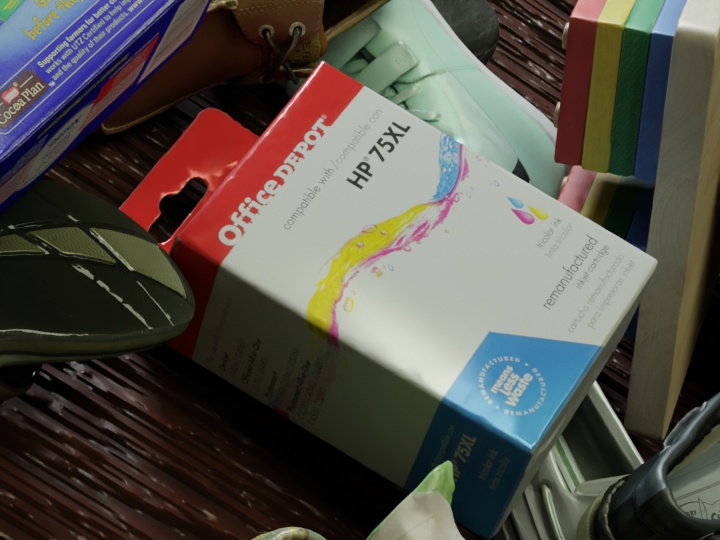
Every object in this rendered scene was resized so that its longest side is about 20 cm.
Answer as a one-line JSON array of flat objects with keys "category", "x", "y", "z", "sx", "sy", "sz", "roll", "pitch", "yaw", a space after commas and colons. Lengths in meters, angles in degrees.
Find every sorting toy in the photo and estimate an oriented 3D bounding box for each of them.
[{"category": "sorting toy", "x": 0.130, "y": -0.063, "z": 1.294, "sx": 0.069, "sy": 0.199, "sz": 0.200, "roll": 11, "pitch": 31, "yaw": 11}]

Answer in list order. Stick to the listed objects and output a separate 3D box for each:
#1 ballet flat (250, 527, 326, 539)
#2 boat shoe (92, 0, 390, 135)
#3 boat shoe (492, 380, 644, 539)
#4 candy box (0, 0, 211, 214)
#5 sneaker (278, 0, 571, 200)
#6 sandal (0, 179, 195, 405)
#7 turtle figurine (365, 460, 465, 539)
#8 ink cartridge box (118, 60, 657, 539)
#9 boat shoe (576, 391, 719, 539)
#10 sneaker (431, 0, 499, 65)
[{"category": "ballet flat", "x": -0.007, "y": 0.175, "z": 0.998, "sx": 0.071, "sy": 0.071, "sz": 0.200, "roll": 9, "pitch": 45, "yaw": -36}, {"category": "boat shoe", "x": -0.040, "y": -0.114, "z": 1.218, "sx": 0.200, "sy": 0.072, "sz": 0.068, "roll": -39, "pitch": 73, "yaw": -20}, {"category": "boat shoe", "x": 0.095, "y": 0.105, "z": 1.166, "sx": 0.073, "sy": 0.067, "sz": 0.200, "roll": -8, "pitch": 57, "yaw": -47}, {"category": "candy box", "x": -0.173, "y": -0.123, "z": 1.057, "sx": 0.200, "sy": 0.077, "sz": 0.169, "roll": 40, "pitch": 49, "yaw": 3}, {"category": "sneaker", "x": 0.007, "y": -0.071, "z": 1.269, "sx": 0.200, "sy": 0.074, "sz": 0.118, "roll": 36, "pitch": 29, "yaw": -10}, {"category": "sandal", "x": -0.154, "y": 0.020, "z": 1.048, "sx": 0.201, "sy": 0.057, "sz": 0.080, "roll": -15, "pitch": 60, "yaw": -32}, {"category": "turtle figurine", "x": 0.101, "y": 0.144, "z": 1.057, "sx": 0.194, "sy": 0.200, "sz": 0.144, "roll": 41, "pitch": 11, "yaw": 14}, {"category": "ink cartridge box", "x": 0.000, "y": 0.000, "z": 1.140, "sx": 0.200, "sy": 0.067, "sz": 0.116, "roll": 31, "pitch": 53, "yaw": 8}, {"category": "boat shoe", "x": 0.176, "y": 0.068, "z": 1.140, "sx": 0.199, "sy": 0.066, "sz": 0.075, "roll": -16, "pitch": 63, "yaw": -29}, {"category": "sneaker", "x": 0.001, "y": -0.162, "z": 1.332, "sx": 0.200, "sy": 0.116, "sz": 0.075, "roll": 19, "pitch": 40, "yaw": -26}]
